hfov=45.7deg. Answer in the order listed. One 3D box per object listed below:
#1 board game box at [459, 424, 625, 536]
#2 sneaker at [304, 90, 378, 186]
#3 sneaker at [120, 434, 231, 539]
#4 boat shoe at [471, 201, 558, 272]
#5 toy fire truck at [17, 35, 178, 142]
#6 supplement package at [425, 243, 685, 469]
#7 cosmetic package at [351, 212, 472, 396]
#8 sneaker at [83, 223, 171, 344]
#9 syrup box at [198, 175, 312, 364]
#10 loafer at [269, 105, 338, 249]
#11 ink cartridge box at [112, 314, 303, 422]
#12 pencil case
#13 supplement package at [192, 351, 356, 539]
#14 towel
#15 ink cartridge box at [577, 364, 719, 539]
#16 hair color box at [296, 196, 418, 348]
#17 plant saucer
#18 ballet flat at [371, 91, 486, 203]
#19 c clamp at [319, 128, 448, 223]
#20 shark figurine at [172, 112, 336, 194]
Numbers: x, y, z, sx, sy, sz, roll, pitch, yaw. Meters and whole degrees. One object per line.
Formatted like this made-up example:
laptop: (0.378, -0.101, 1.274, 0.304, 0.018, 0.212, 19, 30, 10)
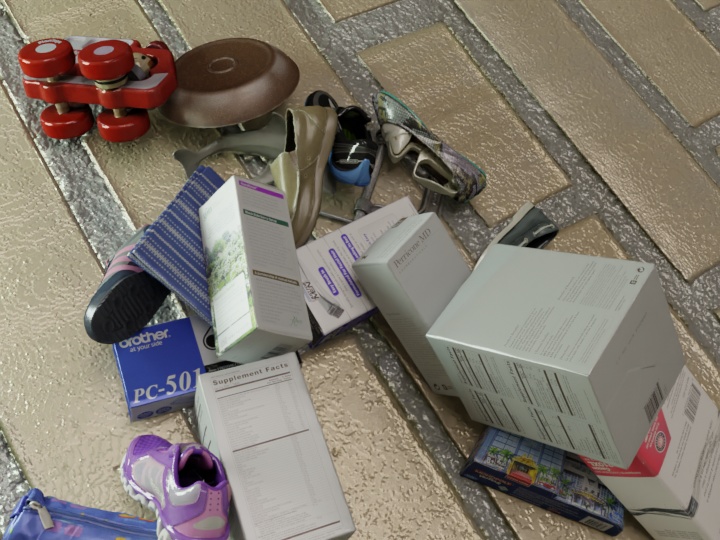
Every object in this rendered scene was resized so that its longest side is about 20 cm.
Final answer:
board game box: (0.242, 0.184, 1.028, 0.199, 0.062, 0.201, 21, 59, -1)
sneaker: (-0.020, -0.189, 1.142, 0.070, 0.083, 0.200, 10, 31, -29)
sneaker: (-0.178, 0.205, 0.851, 0.080, 0.089, 0.200, 3, 16, -33)
boat shoe: (0.198, -0.015, 1.125, 0.062, 0.073, 0.200, 35, 54, 12)
toy fire truck: (-0.327, -0.257, 1.102, 0.199, 0.113, 0.168, 6, 42, 14)
supplement package: (0.210, 0.084, 0.916, 0.199, 0.151, 0.152, 10, 51, 44)
cosmetic package: (0.089, 0.042, 1.013, 0.102, 0.074, 0.200, -45, 112, -30)
sneaker: (-0.269, 0.013, 0.986, 0.082, 0.070, 0.200, 2, 34, 24)
syrup box: (-0.122, 0.000, 0.967, 0.081, 0.079, 0.201, 16, 50, -40)
loafer: (-0.083, -0.115, 1.073, 0.067, 0.076, 0.201, 15, 79, -18)
ink cartridge box: (-0.176, 0.100, 0.985, 0.199, 0.044, 0.094, -13, 63, -19)
pencil case: (-0.253, 0.272, 0.844, 0.199, 0.087, 0.078, 17, 42, -5)
supplement package: (-0.097, 0.206, 0.903, 0.113, 0.110, 0.201, -12, 65, -21)
towel: (-0.176, -0.029, 1.015, 0.145, 0.024, 0.200, 43, 38, -14)
ink cartridge box: (0.351, 0.207, 0.978, 0.200, 0.084, 0.145, 47, 56, -22)
hair color box: (0.000, 0.000, 1.064, 0.199, 0.065, 0.110, -27, 80, -28)
plant saucer: (-0.183, -0.263, 1.149, 0.199, 0.037, 0.201, -6, 43, 5)
ballet flat: (0.079, -0.162, 1.159, 0.200, 0.072, 0.072, 40, 60, 5)
c clamp: (0.041, -0.127, 1.177, 0.170, 0.027, 0.201, 24, 59, 1)
shark figurine: (-0.136, -0.170, 1.125, 0.213, 0.090, 0.129, 2, 57, -11)
